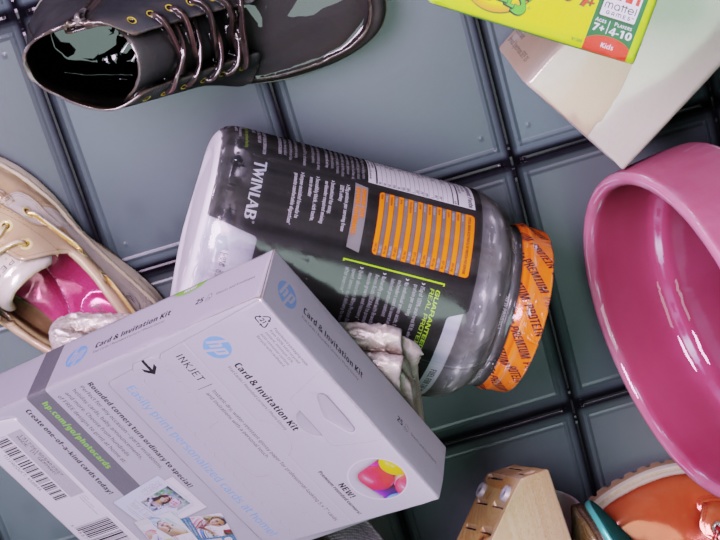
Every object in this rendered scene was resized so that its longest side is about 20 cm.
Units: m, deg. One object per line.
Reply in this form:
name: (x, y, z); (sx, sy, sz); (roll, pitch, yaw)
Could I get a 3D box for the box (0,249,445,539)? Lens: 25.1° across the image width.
box: (-0.081, 0.087, 0.838); (0.199, 0.041, 0.156); (-23, 123, 29)

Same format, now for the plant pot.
plant pot: (0.250, 0.006, 0.913); (0.178, 0.200, 0.201); (-23, 112, -14)

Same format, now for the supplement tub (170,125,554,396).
supplement tub: (0.000, 0.000, 0.912); (0.199, 0.123, 0.123); (15, 109, -11)

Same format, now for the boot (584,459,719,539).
boot: (0.235, 0.173, 1.010); (0.199, 0.107, 0.075); (-3, 114, -2)

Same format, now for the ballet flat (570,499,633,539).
ballet flat: (0.181, 0.230, 0.978); (0.200, 0.068, 0.072); (44, 104, -4)

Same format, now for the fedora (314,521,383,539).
fedora: (-0.069, 0.188, 0.993); (0.199, 0.090, 0.177); (-32, 109, 14)

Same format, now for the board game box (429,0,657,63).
board game box: (0.075, -0.163, 0.815); (0.101, 0.200, 0.048); (15, 109, -11)

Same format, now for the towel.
towel: (-0.063, 0.067, 0.886); (0.199, 0.035, 0.133); (3, 146, 7)

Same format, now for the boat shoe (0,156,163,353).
boat shoe: (-0.191, -0.003, 0.919); (0.200, 0.069, 0.074); (35, 104, -17)

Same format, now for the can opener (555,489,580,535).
can opener: (0.104, 0.232, 1.008); (0.052, 0.066, 0.201); (7, 83, -19)

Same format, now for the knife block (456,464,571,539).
knife block: (0.119, 0.237, 0.948); (0.175, 0.064, 0.201); (28, 80, -11)

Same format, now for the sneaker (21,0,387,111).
sneaker: (-0.080, -0.121, 0.866); (0.199, 0.106, 0.075); (-8, 111, -2)

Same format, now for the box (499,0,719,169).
box: (0.176, -0.163, 0.884); (0.078, 0.095, 0.200); (38, 101, -17)
